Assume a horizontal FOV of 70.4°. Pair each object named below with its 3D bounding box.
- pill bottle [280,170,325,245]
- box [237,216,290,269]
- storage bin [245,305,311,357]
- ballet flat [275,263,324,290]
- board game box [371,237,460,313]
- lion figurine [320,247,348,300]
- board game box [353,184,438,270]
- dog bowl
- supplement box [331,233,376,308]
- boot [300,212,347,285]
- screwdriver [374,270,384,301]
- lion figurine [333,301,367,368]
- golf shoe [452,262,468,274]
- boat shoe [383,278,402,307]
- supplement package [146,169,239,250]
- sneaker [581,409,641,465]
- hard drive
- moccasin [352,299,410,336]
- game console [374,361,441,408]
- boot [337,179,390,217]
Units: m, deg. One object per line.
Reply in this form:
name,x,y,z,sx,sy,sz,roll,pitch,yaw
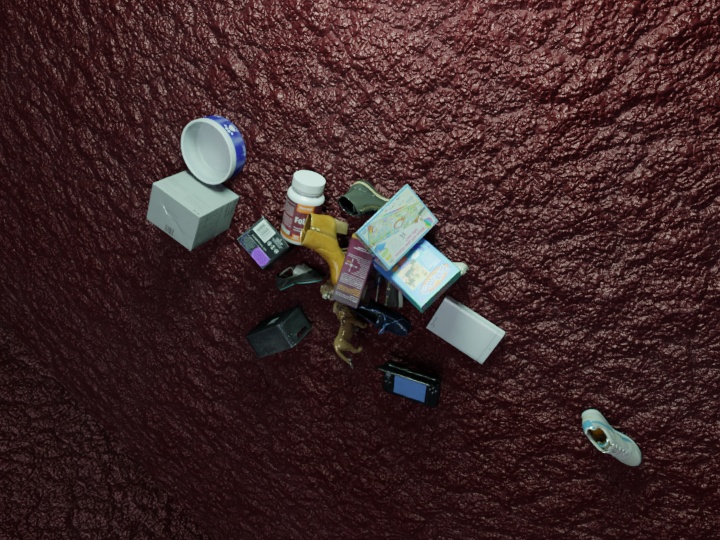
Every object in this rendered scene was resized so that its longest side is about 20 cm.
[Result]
pill bottle,-0.170,-0.187,1.530,0.113,0.114,0.202,26,125,13
box,-0.293,-0.081,1.589,0.106,0.200,0.123,-41,94,-4
storage bin,-0.286,0.214,1.785,0.199,0.135,0.094,-22,104,34
ballet flat,-0.210,0.018,1.691,0.198,0.068,0.069,-13,96,32
board game box,0.152,-0.006,1.403,0.200,0.152,0.045,45,170,27
lion figurine,-0.070,0.003,1.614,0.122,0.072,0.203,15,108,35
board game box,0.097,-0.116,1.384,0.135,0.200,0.034,48,166,-7
dog bowl,-0.462,-0.379,1.606,0.198,0.079,0.202,12,120,21
supplement box,0.000,0.000,1.498,0.085,0.110,0.202,21,98,17
boot,-0.113,-0.062,1.502,0.070,0.143,0.204,1,85,55
screwdriver,0.050,0.050,1.542,0.201,0.029,0.028,102,153,-58
lion figurine,-0.048,0.200,1.637,0.072,0.202,0.122,-20,140,39
golf shoe,0.205,-0.015,1.451,0.198,0.078,0.098,-7,105,29
boat shoe,0.094,0.022,1.519,0.060,0.072,0.203,-2,118,4
supplement package,-0.544,-0.205,1.665,0.190,0.200,0.148,36,126,7
sneaker,0.705,0.489,1.443,0.199,0.081,0.077,40,125,2
hard drive,0.310,0.176,1.522,0.199,0.027,0.133,33,125,9
moccasin,0.060,0.159,1.617,0.198,0.068,0.081,25,124,14
game console,0.149,0.379,1.655,0.198,0.116,0.178,15,121,21
boot,0.036,-0.160,1.422,0.199,0.138,0.078,33,125,7
